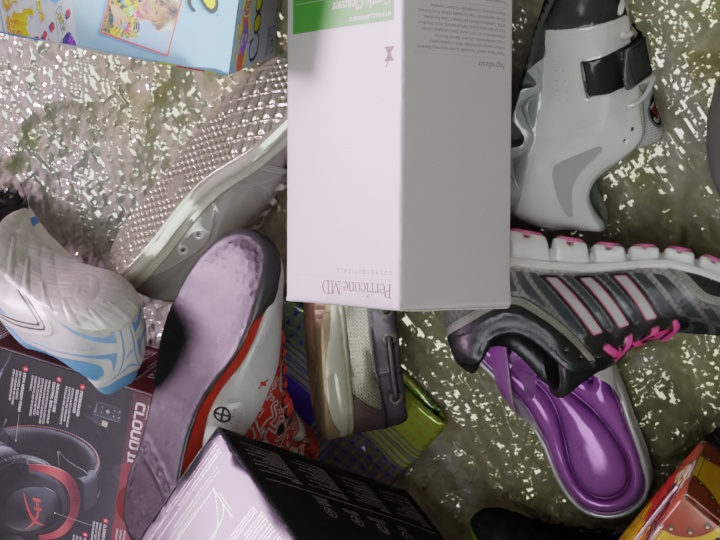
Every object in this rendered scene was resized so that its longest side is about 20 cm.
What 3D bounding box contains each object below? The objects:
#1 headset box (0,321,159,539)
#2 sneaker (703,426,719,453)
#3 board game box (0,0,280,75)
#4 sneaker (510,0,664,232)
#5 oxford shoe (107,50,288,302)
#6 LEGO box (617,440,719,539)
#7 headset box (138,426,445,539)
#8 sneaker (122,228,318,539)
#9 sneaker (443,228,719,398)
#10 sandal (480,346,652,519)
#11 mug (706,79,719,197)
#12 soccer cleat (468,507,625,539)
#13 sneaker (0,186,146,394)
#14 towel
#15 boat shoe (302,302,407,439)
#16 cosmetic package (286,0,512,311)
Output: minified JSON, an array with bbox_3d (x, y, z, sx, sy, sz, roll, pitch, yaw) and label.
[{"bbox_3d":[-0.191,0.117,0.989,0.197,0.075,0.151,15,108,14],"label":"headset box"},{"bbox_3d":[0.245,0.180,0.918,0.098,0.070,0.203,-9,93,2],"label":"sneaker"},{"bbox_3d":[-0.147,-0.183,0.865,0.197,0.103,0.106,12,105,8],"label":"board game box"},{"bbox_3d":[0.133,-0.112,0.852,0.087,0.074,0.202,17,122,6],"label":"sneaker"},{"bbox_3d":[-0.073,-0.056,0.924,0.057,0.076,0.200,32,112,-30],"label":"oxford shoe"},{"bbox_3d":[0.222,0.222,0.858,0.199,0.077,0.150,38,116,7],"label":"LEGO box"},{"bbox_3d":[-0.002,0.200,0.851,0.173,0.200,0.093,25,106,-45],"label":"headset box"},{"bbox_3d":[-0.067,0.073,0.920,0.067,0.107,0.204,29,106,40],"label":"sneaker"},{"bbox_3d":[0.136,0.032,0.876,0.197,0.074,0.089,7,77,-2],"label":"sneaker"},{"bbox_3d":[0.117,0.066,0.930,0.082,0.050,0.204,-32,100,20],"label":"sandal"},{"bbox_3d":[0.250,-0.068,0.795,0.147,0.153,0.189,-9,107,16],"label":"mug"},{"bbox_3d":[0.163,0.187,0.963,0.198,0.068,0.082,28,104,-5],"label":"soccer cleat"},{"bbox_3d":[-0.206,0.008,0.940,0.199,0.071,0.073,34,131,33],"label":"sneaker"},{"bbox_3d":[-0.052,0.120,1.004,0.143,0.023,0.200,41,113,-3],"label":"towel"},{"bbox_3d":[0.000,0.000,0.926,0.064,0.072,0.203,-3,97,-14],"label":"boat shoe"},{"bbox_3d":[0.021,-0.081,0.829,0.107,0.084,0.203,1,91,51],"label":"cosmetic package"}]
